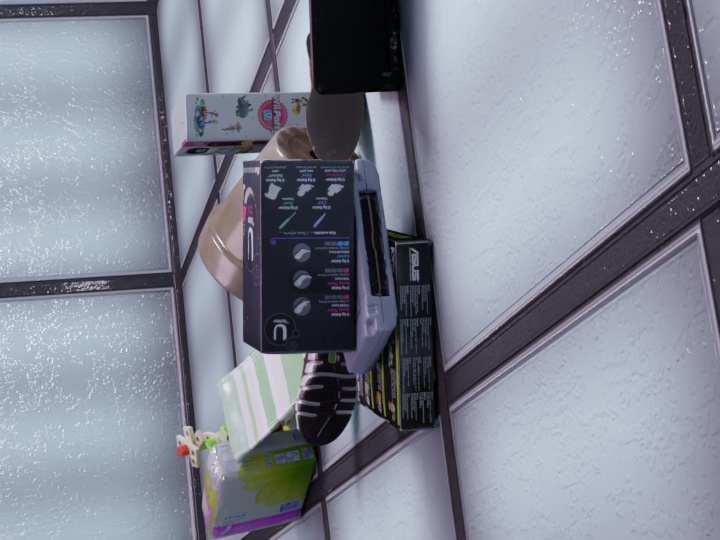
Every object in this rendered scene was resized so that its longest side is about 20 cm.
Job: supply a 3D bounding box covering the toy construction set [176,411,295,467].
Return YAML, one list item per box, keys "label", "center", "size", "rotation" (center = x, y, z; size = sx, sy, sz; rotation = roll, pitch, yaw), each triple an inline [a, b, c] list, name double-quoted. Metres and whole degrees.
- label: "toy construction set"
  center: [-0.182, 0.235, 2.446]
  size: [0.131, 0.199, 0.093]
  rotation: [43, 151, 39]

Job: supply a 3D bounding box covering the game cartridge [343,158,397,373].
- label: "game cartridge"
  center: [0.000, 0.000, 1.734]
  size: [0.133, 0.040, 0.202]
  rotation: [122, 146, -59]

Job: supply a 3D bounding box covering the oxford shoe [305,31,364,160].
- label: "oxford shoe"
  center: [-0.030, -0.198, 1.943]
  size: [0.072, 0.070, 0.202]
  rotation: [86, -179, -56]

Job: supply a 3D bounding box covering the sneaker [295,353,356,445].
- label: "sneaker"
  center: [-0.045, 0.117, 2.078]
  size: [0.116, 0.075, 0.203]
  rotation: [-128, 46, -75]

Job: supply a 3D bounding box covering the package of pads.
- label: "package of pads"
  center: [-0.155, 0.314, 2.376]
  size: [0.201, 0.153, 0.069]
  rotation: [105, 150, -52]

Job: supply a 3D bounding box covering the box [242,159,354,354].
- label: "box"
  center: [-0.068, -0.017, 1.722]
  size: [0.122, 0.105, 0.203]
  rotation: [-169, 78, -77]

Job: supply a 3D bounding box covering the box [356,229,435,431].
- label: "box"
  center: [0.035, 0.060, 1.765]
  size: [0.193, 0.047, 0.203]
  rotation: [-166, 74, -73]

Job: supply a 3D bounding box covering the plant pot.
- label: "plant pot"
  center: [-0.079, -0.072, 1.959]
  size: [0.201, 0.198, 0.175]
  rotation: [-111, 39, -52]

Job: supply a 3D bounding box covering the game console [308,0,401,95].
- label: "game console"
  center: [-0.019, -0.294, 1.747]
  size: [0.176, 0.115, 0.203]
  rotation: [-155, 63, -74]

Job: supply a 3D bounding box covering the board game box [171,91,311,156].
- label: "board game box"
  center: [-0.138, -0.189, 2.088]
  size: [0.147, 0.197, 0.065]
  rotation: [170, 96, -77]

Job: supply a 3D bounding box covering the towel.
- label: "towel"
  center: [-0.127, 0.153, 2.280]
  size: [0.200, 0.023, 0.153]
  rotation: [-44, 40, 23]
